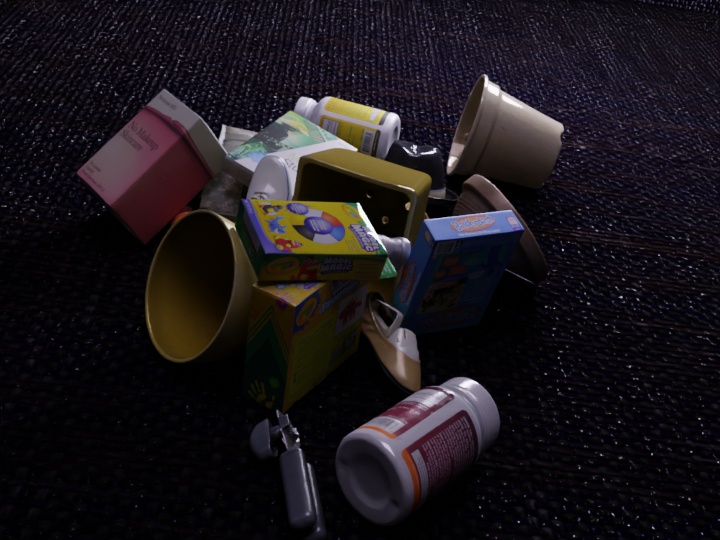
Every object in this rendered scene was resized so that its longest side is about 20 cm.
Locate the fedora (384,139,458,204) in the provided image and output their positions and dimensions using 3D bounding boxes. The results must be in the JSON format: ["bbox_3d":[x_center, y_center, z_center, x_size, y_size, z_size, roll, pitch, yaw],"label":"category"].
[{"bbox_3d":[0.095,-0.180,1.920,0.196,0.093,0.201,10,13,-2],"label":"fedora"}]

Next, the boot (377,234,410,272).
[{"bbox_3d":[0.000,0.000,1.571,0.094,0.200,0.075,5,72,-24],"label":"boot"}]

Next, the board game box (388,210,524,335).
[{"bbox_3d":[0.133,0.007,1.545,0.149,0.202,0.045,-7,48,-28],"label":"board game box"}]

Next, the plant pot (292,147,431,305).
[{"bbox_3d":[0.013,-0.087,1.696,0.192,0.198,0.200,18,24,15],"label":"plant pot"}]

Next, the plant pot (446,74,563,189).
[{"bbox_3d":[0.284,-0.248,2.069,0.180,0.203,0.201,20,29,-5],"label":"plant pot"}]

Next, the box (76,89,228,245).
[{"bbox_3d":[-0.327,-0.165,1.704,0.200,0.109,0.127,-46,49,-9],"label":"box"}]

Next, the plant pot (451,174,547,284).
[{"bbox_3d":[0.205,-0.044,1.719,0.092,0.202,0.201,-36,42,-5],"label":"plant pot"}]

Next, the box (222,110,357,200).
[{"bbox_3d":[-0.112,-0.180,1.747,0.143,0.037,0.200,30,39,13],"label":"box"}]

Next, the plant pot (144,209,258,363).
[{"bbox_3d":[-0.178,0.034,1.453,0.141,0.202,0.200,16,18,-44],"label":"plant pot"}]

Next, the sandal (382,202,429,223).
[{"bbox_3d":[0.098,-0.084,1.824,0.210,0.071,0.077,32,36,34],"label":"sandal"}]

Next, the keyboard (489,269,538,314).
[{"bbox_3d":[0.175,-0.002,1.649,0.197,0.105,0.040,27,57,7],"label":"keyboard"}]

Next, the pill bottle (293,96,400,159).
[{"bbox_3d":[-0.030,-0.267,2.058,0.196,0.114,0.113,17,30,11],"label":"pill bottle"}]

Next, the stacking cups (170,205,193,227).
[{"bbox_3d":[-0.268,-0.042,1.661,0.059,0.062,0.201,-2,30,-20],"label":"stacking cups"}]

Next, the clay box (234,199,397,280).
[{"bbox_3d":[-0.052,-0.040,1.380,0.196,0.048,0.116,-1,39,-27],"label":"clay box"}]

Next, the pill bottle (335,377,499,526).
[{"bbox_3d":[0.073,0.207,1.273,0.113,0.116,0.198,29,35,31],"label":"pill bottle"}]

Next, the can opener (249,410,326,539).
[{"bbox_3d":[-0.088,0.242,1.249,0.066,0.054,0.201,-25,33,5],"label":"can opener"}]

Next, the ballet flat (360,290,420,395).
[{"bbox_3d":[0.042,0.092,1.498,0.068,0.063,0.200,28,15,-37],"label":"ballet flat"}]

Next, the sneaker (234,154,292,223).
[{"bbox_3d":[-0.151,-0.081,1.618,0.072,0.204,0.071,8,-9,14],"label":"sneaker"}]

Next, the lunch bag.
[{"bbox_3d":[-0.178,-0.142,1.802,0.161,0.119,0.202,11,37,-5],"label":"lunch bag"}]

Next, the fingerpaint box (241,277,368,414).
[{"bbox_3d":[-0.070,0.065,1.423,0.072,0.170,0.200,22,33,22],"label":"fingerpaint box"}]
